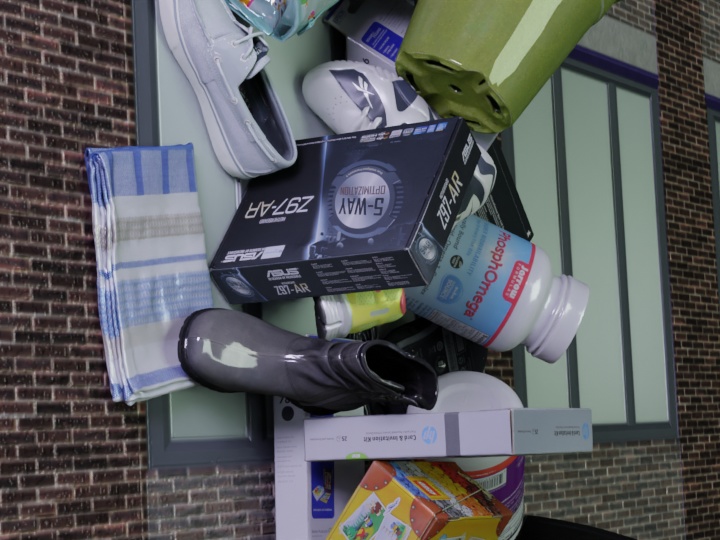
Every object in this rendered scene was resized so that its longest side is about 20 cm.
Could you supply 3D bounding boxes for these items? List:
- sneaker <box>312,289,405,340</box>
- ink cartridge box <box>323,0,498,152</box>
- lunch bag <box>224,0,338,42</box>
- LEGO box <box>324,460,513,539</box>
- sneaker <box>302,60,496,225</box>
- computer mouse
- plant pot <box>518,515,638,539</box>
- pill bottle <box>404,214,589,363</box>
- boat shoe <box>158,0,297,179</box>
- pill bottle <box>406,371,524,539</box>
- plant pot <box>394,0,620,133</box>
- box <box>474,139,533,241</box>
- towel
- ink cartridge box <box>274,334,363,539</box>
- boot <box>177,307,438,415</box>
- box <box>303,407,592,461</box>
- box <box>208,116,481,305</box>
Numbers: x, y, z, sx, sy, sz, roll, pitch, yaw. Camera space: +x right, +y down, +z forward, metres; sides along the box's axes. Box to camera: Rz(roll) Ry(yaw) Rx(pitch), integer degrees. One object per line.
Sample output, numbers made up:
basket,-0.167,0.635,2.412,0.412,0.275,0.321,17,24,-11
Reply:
sneaker,0.000,0.000,1.672,0.200,0.090,0.079,-99,-179,-60
ink cartridge box,0.059,-0.200,1.835,0.199,0.039,0.100,34,44,1
lunch bag,-0.069,-0.312,1.631,0.170,0.121,0.201,-48,120,-53
LEGO box,0.023,0.266,1.628,0.149,0.077,0.201,10,114,-59
sneaker,0.021,-0.102,1.704,0.199,0.080,0.130,40,33,-5
computer mouse,0.045,0.089,1.833,0.199,0.052,0.140,-18,103,-47
plant pot,0.267,0.393,2.029,0.200,0.176,0.200,57,39,-36
pill bottle,0.109,0.009,1.793,0.199,0.109,0.109,25,53,-6
boat shoe,-0.104,-0.172,1.592,0.070,0.071,0.202,-52,129,-50
pill bottle,0.099,0.197,1.804,0.201,0.112,0.113,87,21,-45
plant pot,0.127,-0.235,1.745,0.200,0.199,0.191,49,63,-45
box,0.090,-0.074,1.902,0.141,0.078,0.201,-54,130,-45
towel,-0.160,0.000,1.516,0.147,0.024,0.202,-9,92,-61
ink cartridge box,-0.035,0.159,1.674,0.099,0.039,0.202,13,75,-58
boot,-0.038,0.070,1.536,0.199,0.131,0.070,16,74,-43
box,0.075,0.139,1.614,0.156,0.199,0.042,8,80,-59
box,-0.013,-0.050,1.602,0.044,0.199,0.161,59,40,-35
